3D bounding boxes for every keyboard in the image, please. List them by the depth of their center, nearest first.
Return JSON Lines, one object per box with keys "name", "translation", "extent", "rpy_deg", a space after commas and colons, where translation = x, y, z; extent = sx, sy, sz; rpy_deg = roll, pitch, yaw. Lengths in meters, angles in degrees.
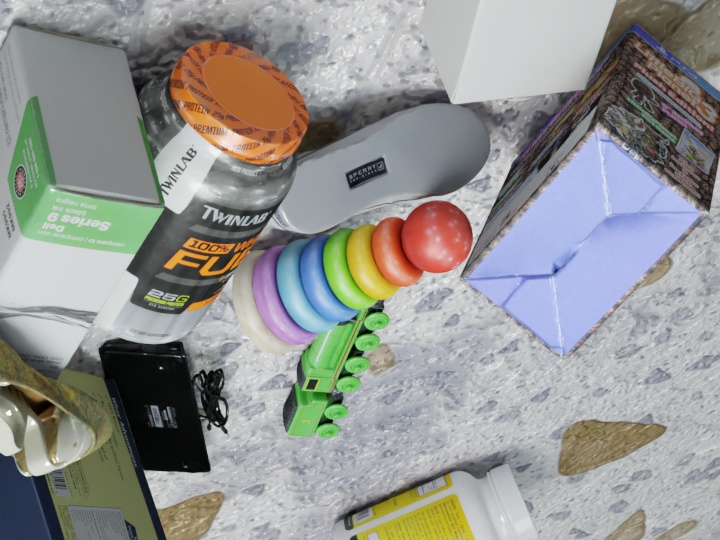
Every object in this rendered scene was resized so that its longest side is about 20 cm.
{"name": "keyboard", "translation": [-0.162, 0.114, 1.385], "extent": [0.103, 0.040, 0.201], "rpy_deg": [4, 144, 5]}

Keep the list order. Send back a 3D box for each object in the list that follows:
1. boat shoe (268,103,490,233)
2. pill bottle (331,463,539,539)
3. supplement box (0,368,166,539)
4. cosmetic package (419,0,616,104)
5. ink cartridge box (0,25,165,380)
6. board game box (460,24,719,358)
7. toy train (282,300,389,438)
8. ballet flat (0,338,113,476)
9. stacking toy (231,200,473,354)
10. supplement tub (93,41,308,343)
{"name": "boat shoe", "translation": [0.006, -0.076, 1.188], "extent": [0.199, 0.070, 0.071], "rpy_deg": [-25, 106, -29]}
{"name": "pill bottle", "translation": [0.080, 0.279, 1.645], "extent": [0.199, 0.113, 0.113], "rpy_deg": [-23, 145, 3]}
{"name": "supplement box", "translation": [-0.260, 0.189, 1.226], "extent": [0.133, 0.201, 0.200], "rpy_deg": [-25, 164, 12]}
{"name": "cosmetic package", "translation": [0.115, -0.212, 1.049], "extent": [0.107, 0.085, 0.201], "rpy_deg": [-7, 143, -19]}
{"name": "ink cartridge box", "translation": [-0.218, -0.035, 1.050], "extent": [0.083, 0.147, 0.200], "rpy_deg": [7, 136, -34]}
{"name": "board game box", "translation": [0.175, -0.061, 1.156], "extent": [0.097, 0.200, 0.160], "rpy_deg": [37, 122, -4]}
{"name": "toy train", "translation": [-0.025, 0.082, 1.401], "extent": [0.056, 0.042, 0.201], "rpy_deg": [5, 138, -17]}
{"name": "ballet flat", "translation": [-0.224, 0.098, 1.042], "extent": [0.070, 0.071, 0.200], "rpy_deg": [-27, 145, 8]}
{"name": "stacking toy", "translation": [0.000, 0.000, 1.215], "extent": [0.199, 0.086, 0.085], "rpy_deg": [-19, 150, 31]}
{"name": "supplement tub", "translation": [-0.123, -0.054, 1.098], "extent": [0.122, 0.123, 0.200], "rpy_deg": [7, 136, -34]}
